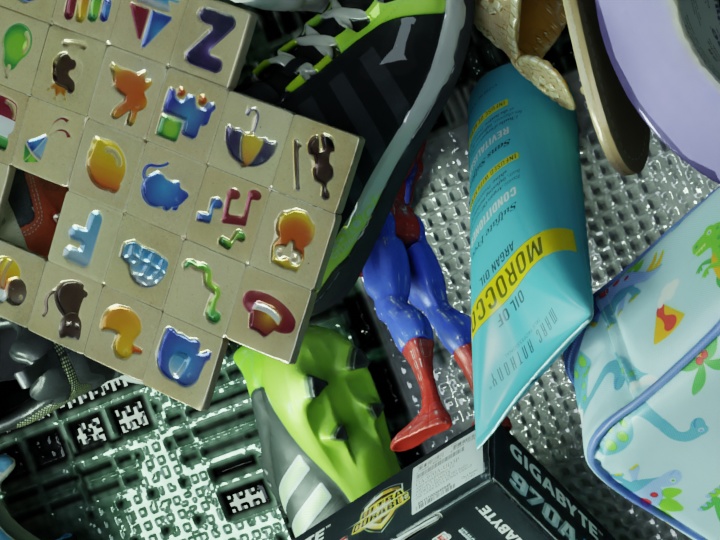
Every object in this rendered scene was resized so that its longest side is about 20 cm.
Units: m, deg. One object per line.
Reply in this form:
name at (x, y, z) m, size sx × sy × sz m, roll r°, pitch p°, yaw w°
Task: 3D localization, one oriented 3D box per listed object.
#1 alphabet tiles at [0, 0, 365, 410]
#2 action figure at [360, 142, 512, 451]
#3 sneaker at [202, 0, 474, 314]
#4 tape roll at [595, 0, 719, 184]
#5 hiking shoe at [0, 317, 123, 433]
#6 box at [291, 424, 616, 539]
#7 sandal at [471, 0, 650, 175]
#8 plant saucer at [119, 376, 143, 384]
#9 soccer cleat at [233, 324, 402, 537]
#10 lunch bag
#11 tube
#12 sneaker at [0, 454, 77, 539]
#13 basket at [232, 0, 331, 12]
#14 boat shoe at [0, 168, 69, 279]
alphabet tiles at (-0.096, -0.041, 0.759) m, size 0.200 × 0.008 × 0.167 m, roll 22°, pitch 99°, yaw 25°
action figure at (0.000, 0.000, 0.836) m, size 0.099 × 0.065 × 0.200 m, roll -34°, pitch 58°, yaw 40°
sneaker at (-0.017, -0.073, 0.762) m, size 0.072 × 0.083 × 0.200 m, roll 24°, pitch 94°, yaw 55°
tape roll at (0.204, -0.126, 0.729) m, size 0.200 × 0.085 × 0.200 m, roll 4°, pitch 99°, yaw 24°
hiking shoe at (-0.187, 0.042, 0.879) m, size 0.200 × 0.101 × 0.076 m, roll -18°, pitch 94°, yaw 50°
box at (0.062, 0.180, 0.808) m, size 0.159 × 0.046 × 0.200 m, roll -36°, pitch 114°, yaw 24°
sandal at (0.075, -0.135, 0.784) m, size 0.070 × 0.078 × 0.212 m, roll -15°, pitch 78°, yaw 26°
plant saucer at (-0.121, -0.043, 0.880) m, size 0.200 × 0.050 × 0.200 m, roll 24°, pitch 126°, yaw 38°
soccer cleat at (-0.008, 0.121, 0.876) m, size 0.081 × 0.067 × 0.200 m, roll -1°, pitch 109°, yaw 54°
lunch bag at (0.190, 0.028, 0.675) m, size 0.161 × 0.082 × 0.200 m, roll 31°, pitch 118°, yaw -24°
tube at (0.071, -0.016, 0.745) m, size 0.050 × 0.200 × 0.077 m, roll 22°, pitch 126°, yaw -13°
sneaker at (-0.170, 0.192, 0.953) m, size 0.072 × 0.072 × 0.200 m, roll -31°, pitch 92°, yaw -2°
basket at (-0.079, -0.229, 0.778) m, size 0.200 × 0.198 × 0.161 m, roll 31°, pitch 105°, yaw 17°
boat shoe at (-0.204, -0.052, 0.877) m, size 0.200 × 0.063 × 0.071 m, roll 35°, pitch 134°, yaw 37°
